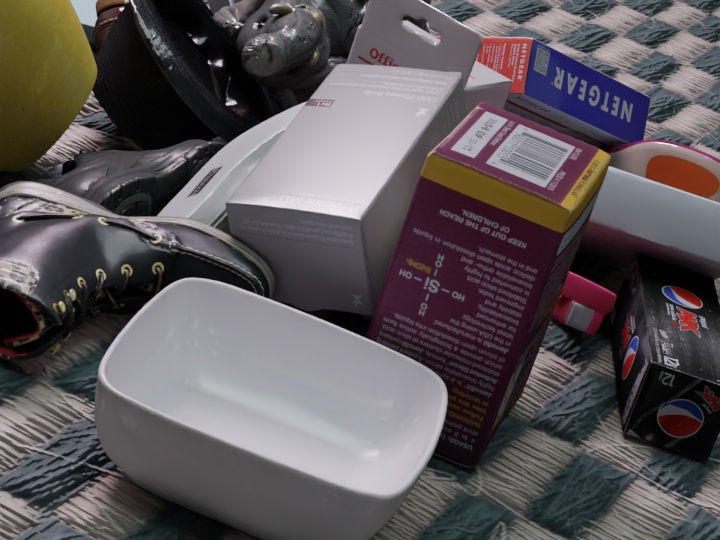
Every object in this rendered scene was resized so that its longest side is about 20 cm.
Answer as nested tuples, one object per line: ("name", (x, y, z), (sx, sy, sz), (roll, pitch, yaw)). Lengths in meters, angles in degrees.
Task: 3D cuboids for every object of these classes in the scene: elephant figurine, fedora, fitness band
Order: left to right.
("fedora", (-0.158, -0.154, 1.689), (0.201, 0.092, 0.201), (51, 14, -18))
("elephant figurine", (-0.051, -0.194, 1.715), (0.200, 0.155, 0.141), (-35, 56, -26))
("fitness band", (0.114, -0.001, 1.582), (0.144, 0.037, 0.200), (28, 2, 19))

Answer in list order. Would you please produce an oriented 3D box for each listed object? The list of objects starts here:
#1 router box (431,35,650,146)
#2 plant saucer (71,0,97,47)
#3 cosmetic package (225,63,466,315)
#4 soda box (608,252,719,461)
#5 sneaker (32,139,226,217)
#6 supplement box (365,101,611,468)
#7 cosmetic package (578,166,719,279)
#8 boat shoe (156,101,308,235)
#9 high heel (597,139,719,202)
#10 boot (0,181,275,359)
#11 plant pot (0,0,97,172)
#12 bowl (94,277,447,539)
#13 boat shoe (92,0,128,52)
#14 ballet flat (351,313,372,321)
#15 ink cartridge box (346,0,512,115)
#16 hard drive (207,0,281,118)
("router box", (0.124, -0.153, 1.841), (0.179, 0.049, 0.200), (6, -7, 37))
("plant saucer", (-0.252, -0.240, 1.910), (0.201, 0.039, 0.201), (16, 24, -8))
("cosmetic package", (-0.004, -0.060, 1.489), (0.107, 0.090, 0.200), (6, 34, 21))
("soda box", (0.232, 0.061, 1.590), (0.071, 0.063, 0.200), (18, 24, -4))
("sneaker", (-0.167, -0.063, 1.558), (0.091, 0.076, 0.200), (18, 17, 25))
("supplement box", (0.078, 0.008, 1.419), (0.103, 0.200, 0.131), (23, 24, 9))
("cosmetic package", (0.218, -0.037, 1.703), (0.151, 0.052, 0.200), (16, -5, -1))
("boat shoe", (-0.084, -0.050, 1.534), (0.071, 0.064, 0.200), (-12, 27, 48))
("high heel", (0.249, -0.083, 1.840), (0.200, 0.067, 0.096), (9, 10, 34))
("boot", (-0.168, 0.017, 1.384), (0.203, 0.074, 0.154), (17, 27, 3))
("plant pot", (-0.279, -0.153, 1.556), (0.142, 0.200, 0.200), (39, 15, -24))
("bowl", (-0.056, 0.095, 1.291), (0.200, 0.075, 0.200), (21, 24, 6))
("boat shoe", (-0.143, -0.177, 1.829), (0.200, 0.070, 0.070), (12, 60, -36))
("ballet flat", (0.000, 0.000, 1.544), (0.200, 0.074, 0.074), (20, 24, 2))
("ink cartridge box", (0.041, -0.117, 1.662), (0.116, 0.200, 0.068), (34, 28, 29))
("hard drive", (-0.061, -0.191, 1.827), (0.135, 0.042, 0.200), (-3, 67, -45))
